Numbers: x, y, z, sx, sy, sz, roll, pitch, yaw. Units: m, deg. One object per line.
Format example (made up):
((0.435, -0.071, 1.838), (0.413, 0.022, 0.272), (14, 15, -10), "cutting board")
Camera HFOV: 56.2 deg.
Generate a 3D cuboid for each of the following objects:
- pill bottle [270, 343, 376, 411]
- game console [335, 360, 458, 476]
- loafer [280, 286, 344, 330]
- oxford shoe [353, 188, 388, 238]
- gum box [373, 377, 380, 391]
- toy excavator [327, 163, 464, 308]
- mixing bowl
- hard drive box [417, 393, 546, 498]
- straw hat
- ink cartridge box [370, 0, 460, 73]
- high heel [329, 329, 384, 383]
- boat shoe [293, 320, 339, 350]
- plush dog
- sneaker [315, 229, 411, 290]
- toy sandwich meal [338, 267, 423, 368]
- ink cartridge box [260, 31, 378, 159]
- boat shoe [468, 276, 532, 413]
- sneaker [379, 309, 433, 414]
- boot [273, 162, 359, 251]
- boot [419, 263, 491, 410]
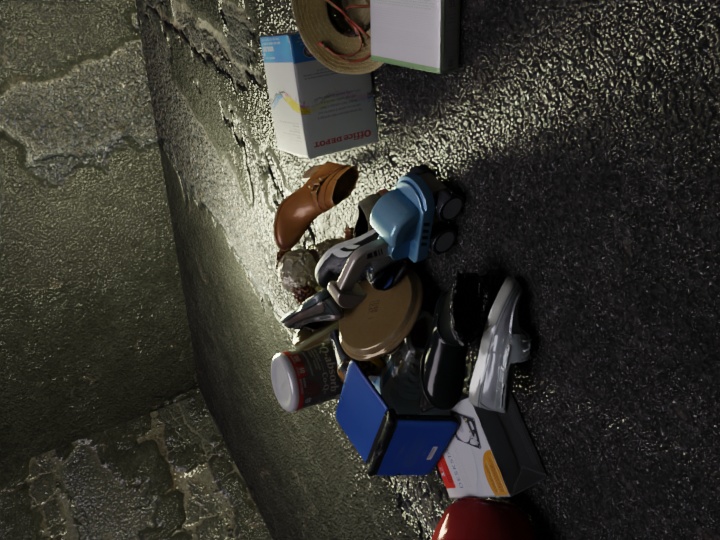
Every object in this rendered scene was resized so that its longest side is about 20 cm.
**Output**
((-0.071, 0.202, 1.356), (0.115, 0.197, 0.118), (30, 125, 54), "pill bottle")
((0.054, 0.252, 1.136), (0.202, 0.167, 0.120), (105, 165, -50), "game console")
((-0.092, 0.087, 1.254), (0.063, 0.071, 0.200), (58, 148, 2), "loafer")
((0.016, -0.055, 1.252), (0.070, 0.074, 0.203), (45, 144, 45), "oxford shoe")
((0.022, 0.258, 1.481), (0.170, 0.044, 0.203), (48, 145, 43), "gum box")
((0.043, -0.049, 1.047), (0.100, 0.197, 0.197), (50, 147, 40), "toy excavator")
((0.202, 0.428, 1.080), (0.200, 0.197, 0.110), (138, 146, -63), "mixing bowl")
((0.191, 0.282, 1.101), (0.158, 0.076, 0.200), (68, 156, 11), "hard drive box")
((-0.009, -0.417, 1.046), (0.085, 0.197, 0.204), (-66, -24, -59), "straw hat")
((0.071, -0.384, 0.924), (0.145, 0.048, 0.203), (28, 130, 43), "ink cartridge box")
((0.034, 0.192, 1.237), (0.072, 0.198, 0.143), (-54, 31, 19), "high heel")
((-0.037, 0.105, 1.319), (0.064, 0.199, 0.073), (61, 170, -23), "boat shoe")
((-0.086, -0.002, 1.387), (0.201, 0.169, 0.162), (53, 149, 38), "plush dog")
((0.000, 0.000, 1.178), (0.073, 0.198, 0.113), (40, -150, -36), "sneaker")
((0.041, 0.078, 1.189), (0.070, 0.206, 0.205), (39, 177, -36), "toy sandwich meal")
((-0.073, -0.316, 1.183), (0.144, 0.145, 0.204), (28, 130, 57), "ink cartridge box")
((0.210, 0.110, 0.963), (0.070, 0.070, 0.204), (17, 111, 20), "boat shoe")
((0.086, 0.167, 1.183), (0.080, 0.075, 0.204), (-17, 66, 63), "sneaker")
((-0.089, -0.127, 1.325), (0.154, 0.073, 0.203), (10, 73, 55), "boot")
((0.141, 0.102, 0.994), (0.163, 0.072, 0.202), (110, 170, -77), "boot")
